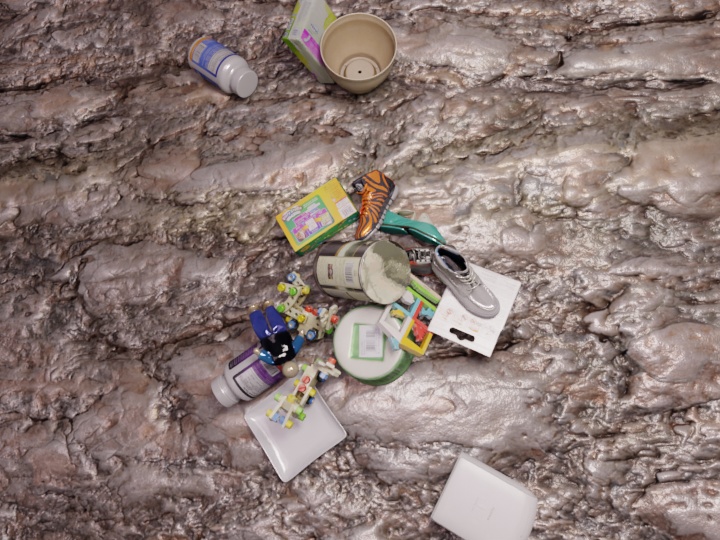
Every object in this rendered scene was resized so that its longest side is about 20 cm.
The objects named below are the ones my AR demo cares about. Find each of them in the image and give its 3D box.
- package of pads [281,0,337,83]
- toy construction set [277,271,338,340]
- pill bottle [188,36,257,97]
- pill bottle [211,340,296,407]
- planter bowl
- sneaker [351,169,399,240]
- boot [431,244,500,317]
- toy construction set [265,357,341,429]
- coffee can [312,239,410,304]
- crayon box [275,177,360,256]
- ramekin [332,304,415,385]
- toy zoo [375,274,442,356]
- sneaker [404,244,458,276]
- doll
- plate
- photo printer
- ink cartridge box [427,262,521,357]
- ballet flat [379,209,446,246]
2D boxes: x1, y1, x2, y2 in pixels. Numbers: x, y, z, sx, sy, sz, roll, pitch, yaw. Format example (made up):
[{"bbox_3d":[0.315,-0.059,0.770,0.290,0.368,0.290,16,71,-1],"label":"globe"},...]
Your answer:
[{"bbox_3d":[-0.114,-0.638,1.425,0.068,0.200,0.155,14,81,30],"label":"package of pads"},{"bbox_3d":[-0.129,0.099,1.309,0.200,0.092,0.131,29,105,36],"label":"toy construction set"},{"bbox_3d":[-0.401,-0.594,1.528,0.200,0.112,0.112,37,88,17],"label":"pill bottle"},{"bbox_3d":[-0.271,0.257,1.310,0.200,0.111,0.112,-35,73,4],"label":"pill bottle"},{"bbox_3d":[-0.002,-0.570,1.411,0.200,0.135,0.201,0,78,2],"label":"planter bowl"},{"bbox_3d":[0.012,-0.172,1.322,0.112,0.078,0.200,39,61,-23],"label":"sneaker"},{"bbox_3d":[0.240,0.024,1.194,0.074,0.096,0.200,-45,69,-10],"label":"boot"},{"bbox_3d":[-0.132,0.278,1.231,0.092,0.131,0.200,42,88,18],"label":"toy construction set"},{"bbox_3d":[0.000,0.000,1.239,0.200,0.146,0.147,4,76,53],"label":"coffee can"},{"bbox_3d":[-0.114,-0.143,1.390,0.200,0.058,0.119,-33,73,4],"label":"crayon box"},{"bbox_3d":[0.029,0.178,1.265,0.200,0.098,0.200,-3,77,12],"label":"ramekin"},{"bbox_3d":[0.118,0.111,1.222,0.131,0.020,0.200,37,53,-8],"label":"toy zoo"},{"bbox_3d":[0.146,-0.026,1.292,0.200,0.082,0.077,-13,75,10],"label":"sneaker"},{"bbox_3d":[-0.197,0.165,1.242,0.136,0.048,0.200,-16,60,-26],"label":"doll"},{"bbox_3d":[-0.162,0.386,1.298,0.200,0.032,0.200,-38,73,2],"label":"plate"},{"bbox_3d":[0.278,0.526,1.147,0.200,0.069,0.167,26,85,17],"label":"photo printer"},{"bbox_3d":[0.272,0.090,1.241,0.161,0.050,0.200,22,75,16],"label":"ink cartridge box"},{"bbox_3d":[0.134,-0.117,1.305,0.200,0.067,0.070,18,79,34],"label":"ballet flat"}]
